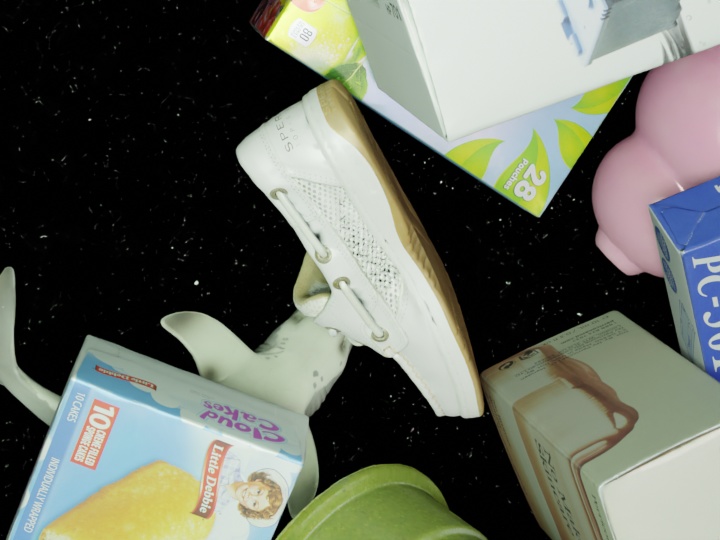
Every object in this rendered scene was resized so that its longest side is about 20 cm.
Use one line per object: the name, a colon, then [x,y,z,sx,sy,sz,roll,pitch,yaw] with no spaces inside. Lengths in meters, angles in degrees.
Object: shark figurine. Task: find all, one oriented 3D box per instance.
shark figurine: [-0.102,0.073,1.180,0.213,0.090,0.129,-1,69,-19]

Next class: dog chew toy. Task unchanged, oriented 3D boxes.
dog chew toy: [0.195,-0.077,1.183,0.124,0.125,0.200,42,101,-17]

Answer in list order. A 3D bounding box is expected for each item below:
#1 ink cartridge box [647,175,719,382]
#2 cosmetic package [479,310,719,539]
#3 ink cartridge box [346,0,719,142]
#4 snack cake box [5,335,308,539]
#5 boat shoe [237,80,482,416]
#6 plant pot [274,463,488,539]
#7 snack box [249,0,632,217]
ink cartridge box: [0.207,0.035,1.172,0.094,0.044,0.201,-21,130,-4]
cosmetic package: [0.137,0.100,1.164,0.087,0.200,0.104,-24,105,-7]
ink cartridge box: [0.101,-0.139,1.061,0.199,0.146,0.086,-21,108,-6]
snack cake box: [-0.113,0.146,1.115,0.114,0.067,0.201,21,105,-6]
boat shoe: [0.000,0.000,1.155,0.069,0.071,0.200,-25,122,6]
plant pot: [0.059,0.216,1.100,0.200,0.189,0.201,-32,133,-44]
snack box: [0.070,-0.156,1.162,0.168,0.068,0.200,33,96,-16]
